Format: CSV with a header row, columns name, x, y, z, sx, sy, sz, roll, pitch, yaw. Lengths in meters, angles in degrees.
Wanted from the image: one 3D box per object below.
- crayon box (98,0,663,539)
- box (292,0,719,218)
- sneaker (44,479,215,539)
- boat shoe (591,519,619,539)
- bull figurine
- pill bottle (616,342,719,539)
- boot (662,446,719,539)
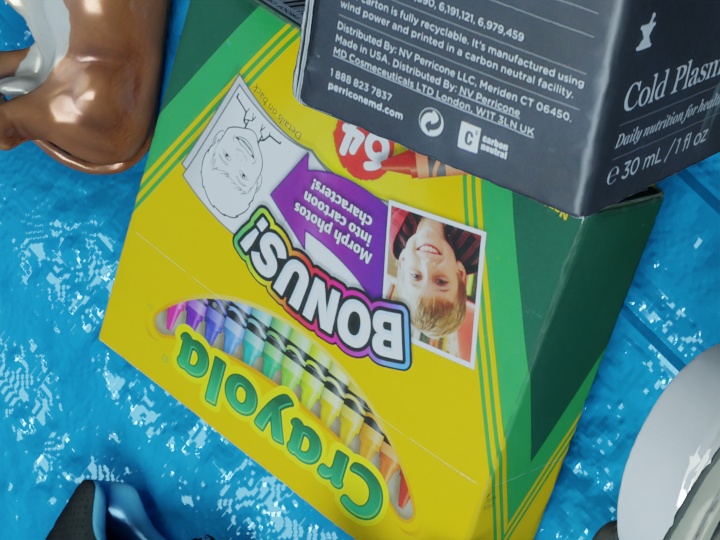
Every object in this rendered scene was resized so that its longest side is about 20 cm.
name,x,y,z,sx,sy,sz,roll,pitch,yaw
crayon box,0.000,0.000,0.901,0.200,0.058,0.173,35,120,30
box,0.093,-0.148,0.765,0.123,0.200,0.198,23,119,30
sneaker,-0.063,0.156,0.943,0.199,0.073,0.082,27,98,30
boat shoe,0.108,0.187,0.843,0.057,0.067,0.201,-5,79,48
bull figurine,-0.120,-0.141,0.987,0.065,0.121,0.201,-154,70,-67
pill bottle,0.181,0.097,0.712,0.199,0.112,0.113,28,100,35
boot,0.180,0.074,0.611,0.204,0.074,0.154,-47,56,-8
